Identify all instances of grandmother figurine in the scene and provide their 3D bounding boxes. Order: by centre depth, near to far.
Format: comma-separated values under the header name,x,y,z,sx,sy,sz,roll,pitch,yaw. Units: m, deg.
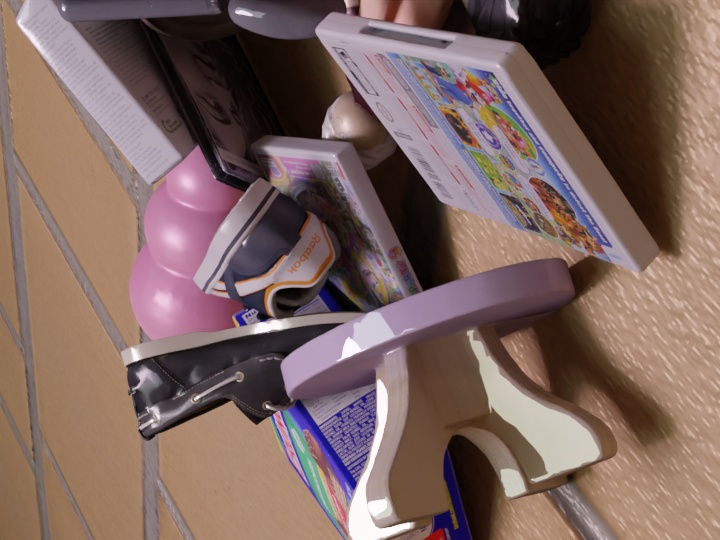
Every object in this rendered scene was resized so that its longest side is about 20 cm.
name,x,y,z,sx,sy,sz,roll,pitch,yaw
grandmother figurine,0.015,-0.139,0.931,0.201,0.060,0.122,110,146,-50

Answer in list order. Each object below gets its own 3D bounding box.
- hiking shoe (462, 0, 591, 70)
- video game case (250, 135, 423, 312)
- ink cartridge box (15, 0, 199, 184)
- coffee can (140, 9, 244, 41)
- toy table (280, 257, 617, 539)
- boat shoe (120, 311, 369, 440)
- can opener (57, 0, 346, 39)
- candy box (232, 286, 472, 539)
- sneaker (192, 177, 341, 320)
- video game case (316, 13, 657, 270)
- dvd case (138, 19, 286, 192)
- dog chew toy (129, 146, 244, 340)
name,x,y,z,sx,sy,sz,roll,pitch,yaw
hiking shoe,0.077,-0.192,0.736,0.101,0.075,0.201,54,151,30
video game case,0.000,0.000,1.035,0.143,0.018,0.202,14,134,62
ink cartridge box,-0.179,-0.174,1.091,0.201,0.040,0.200,53,-163,-9
coffee can,-0.136,-0.281,1.053,0.201,0.145,0.147,55,151,34
toy table,0.051,0.082,0.872,0.199,0.182,0.119,-30,71,45
boat shoe,-0.061,0.068,0.998,0.072,0.197,0.069,34,-135,-74
can opener,-0.104,-0.180,0.931,0.067,0.197,0.053,-69,-24,-47
candy box,-0.004,0.126,1.076,0.200,0.076,0.170,51,165,43
sneaker,-0.065,-0.005,1.034,0.079,0.079,0.200,36,171,-4
video game case,0.063,-0.074,0.814,0.144,0.018,0.199,51,168,-28
dvd case,-0.105,-0.136,1.125,0.148,0.016,0.202,21,-141,-62
dog chew toy,-0.128,-0.027,1.248,0.125,0.123,0.202,46,137,45
